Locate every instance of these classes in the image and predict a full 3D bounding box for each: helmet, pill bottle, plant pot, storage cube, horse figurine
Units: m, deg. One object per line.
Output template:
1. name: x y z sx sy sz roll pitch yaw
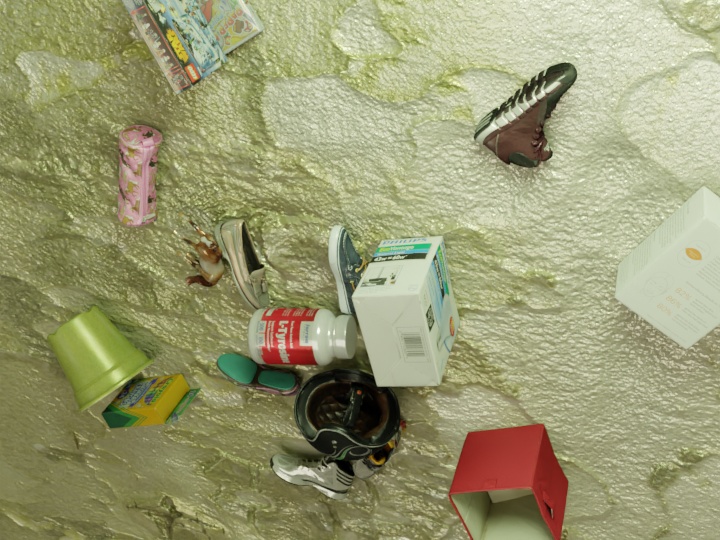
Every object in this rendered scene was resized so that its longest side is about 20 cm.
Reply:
1. helmet: -0.032 0.297 1.628 0.200 0.200 0.191 48 146 -13
2. pill bottle: -0.113 0.131 1.567 0.199 0.112 0.113 -1 122 16
3. plant pot: -0.606 0.190 1.799 0.200 0.200 0.184 -31 95 34
4. storage cube: 0.302 0.438 1.594 0.200 0.180 0.171 -14 116 29
5. horse figurine: -0.315 -0.026 1.577 0.132 0.050 0.200 34 146 19

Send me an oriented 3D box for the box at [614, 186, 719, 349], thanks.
1. box: 0.532 -0.002 1.256 0.152 0.106 0.200 36 128 -3

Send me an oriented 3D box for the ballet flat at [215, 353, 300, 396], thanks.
1. ballet flat: -0.226 0.242 1.751 0.199 0.069 0.071 14 145 12

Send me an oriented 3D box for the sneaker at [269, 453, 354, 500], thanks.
1. sneaker: -0.105 0.448 1.840 0.200 0.076 0.116 22 119 -3

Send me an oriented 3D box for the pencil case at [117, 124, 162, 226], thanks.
1. pencil case: -0.430 -0.183 1.532 0.086 0.083 0.200 20 126 9

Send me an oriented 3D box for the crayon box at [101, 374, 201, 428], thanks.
1. crayon box: -0.491 0.305 1.853 0.199 0.126 0.052 -9 118 26

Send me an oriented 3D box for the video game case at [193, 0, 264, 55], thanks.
1. video game case: -0.287 -0.443 1.340 0.200 0.023 0.182 -21 112 31

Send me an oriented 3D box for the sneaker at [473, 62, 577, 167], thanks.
1. sneaker: 0.282 -0.231 1.233 0.115 0.076 0.200 42 137 -15

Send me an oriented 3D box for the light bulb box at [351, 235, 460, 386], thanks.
1. light bulb box: 0.088 0.071 1.421 0.124 0.200 0.199 -3 121 21

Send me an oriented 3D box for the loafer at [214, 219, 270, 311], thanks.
1. loafer: -0.223 -0.010 1.577 0.063 0.072 0.200 -16 112 21

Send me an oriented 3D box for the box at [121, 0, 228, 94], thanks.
1. box: -0.305 -0.402 1.274 0.040 0.137 0.200 -16 114 27

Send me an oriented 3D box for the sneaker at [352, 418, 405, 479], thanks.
1. sneaker: 0.028 0.400 1.737 0.078 0.082 0.200 28 128 2

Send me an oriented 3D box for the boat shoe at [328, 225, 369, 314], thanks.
1. boat shoe: 0.000 0.000 1.497 0.091 0.071 0.201 3 130 18
